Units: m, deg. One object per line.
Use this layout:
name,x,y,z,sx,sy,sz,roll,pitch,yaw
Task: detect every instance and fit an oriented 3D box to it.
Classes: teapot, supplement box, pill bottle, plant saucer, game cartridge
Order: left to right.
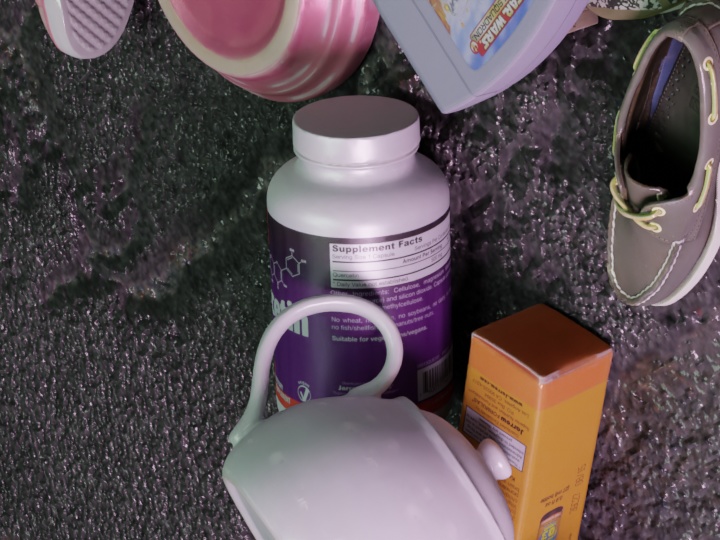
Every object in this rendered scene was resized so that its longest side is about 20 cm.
plant saucer,-0.070,-0.200,1.768,0.200,0.051,0.201,24,125,40
pill bottle,0.000,0.000,1.729,0.112,0.112,0.201,20,121,43
teapot,0.020,0.142,1.646,0.197,0.146,0.200,47,168,47
game cartridge,0.067,-0.177,1.539,0.134,0.041,0.200,62,146,18
supplement box,0.096,0.125,1.712,0.069,0.066,0.201,31,128,37

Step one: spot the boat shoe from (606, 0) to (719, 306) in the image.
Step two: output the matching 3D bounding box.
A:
boat shoe,0.167,-0.060,1.548,0.072,0.060,0.202,40,133,31

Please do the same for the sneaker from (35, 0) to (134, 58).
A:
sneaker,-0.210,-0.242,1.889,0.104,0.075,0.201,4,102,44

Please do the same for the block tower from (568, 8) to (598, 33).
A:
block tower,0.087,-0.231,1.568,0.058,0.054,0.201,11,115,47

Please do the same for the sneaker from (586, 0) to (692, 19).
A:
sneaker,0.164,-0.183,1.471,0.200,0.088,0.077,-32,82,51
